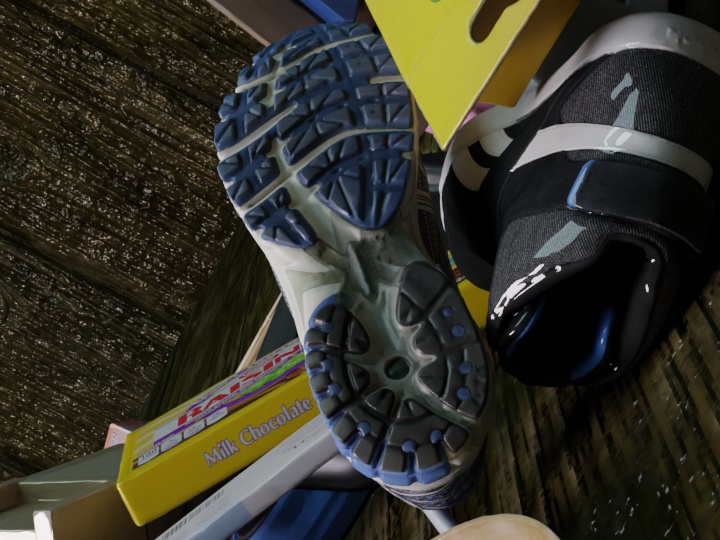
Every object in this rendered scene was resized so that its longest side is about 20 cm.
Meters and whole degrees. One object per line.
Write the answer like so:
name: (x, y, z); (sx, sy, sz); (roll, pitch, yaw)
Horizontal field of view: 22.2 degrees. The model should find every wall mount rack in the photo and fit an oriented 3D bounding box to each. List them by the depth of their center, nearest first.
wall mount rack: (-0.024, 0.114, 0.705); (0.199, 0.075, 0.174); (-38, 4, -2)

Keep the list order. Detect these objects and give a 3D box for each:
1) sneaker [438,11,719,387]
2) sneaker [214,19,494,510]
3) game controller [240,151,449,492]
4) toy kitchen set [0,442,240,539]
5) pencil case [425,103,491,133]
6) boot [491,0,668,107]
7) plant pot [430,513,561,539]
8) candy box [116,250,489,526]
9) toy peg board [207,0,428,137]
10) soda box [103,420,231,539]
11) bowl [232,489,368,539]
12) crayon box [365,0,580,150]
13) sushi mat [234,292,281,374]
sneaker: (0.062, -0.004, 0.659); (0.200, 0.072, 0.113); (129, 163, -65)
sneaker: (0.000, 0.000, 0.673); (0.085, 0.076, 0.202); (66, -171, -58)
game controller: (0.005, 0.021, 0.921); (0.042, 0.103, 0.201); (62, -140, -49)
toy kitchen set: (-0.089, 0.198, 0.904); (0.180, 0.162, 0.202); (-14, -81, -64)
pencil case: (0.094, -0.155, 0.926); (0.201, 0.086, 0.083); (-61, 38, 16)
boot: (0.088, -0.078, 0.787); (0.091, 0.072, 0.200); (-64, -3, 32)
plant pot: (0.007, 0.163, 0.527); (0.200, 0.027, 0.200); (-50, 16, 20)
candy box: (-0.018, 0.045, 0.829); (0.199, 0.027, 0.102); (-30, 6, -1)
toy peg board: (0.010, -0.189, 0.783); (0.200, 0.199, 0.098); (-55, 16, -3)
soda box: (-0.130, 0.193, 1.082); (0.063, 0.068, 0.202); (8, -81, -58)
bowl: (-0.013, 0.077, 1.017); (0.202, 0.039, 0.201); (-61, 8, 14)
crayon box: (0.040, -0.150, 0.643); (0.127, 0.050, 0.201); (-57, 40, 36)
sushi mat: (-0.024, 0.034, 1.113); (0.095, 0.012, 0.201); (4, -57, -50)
